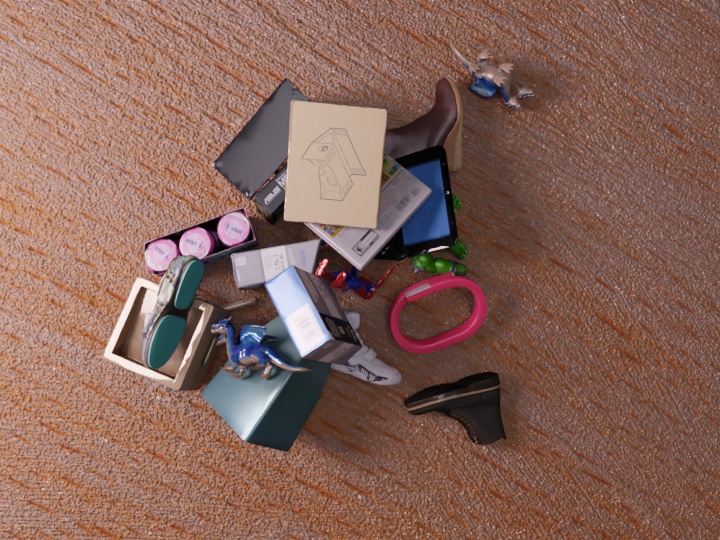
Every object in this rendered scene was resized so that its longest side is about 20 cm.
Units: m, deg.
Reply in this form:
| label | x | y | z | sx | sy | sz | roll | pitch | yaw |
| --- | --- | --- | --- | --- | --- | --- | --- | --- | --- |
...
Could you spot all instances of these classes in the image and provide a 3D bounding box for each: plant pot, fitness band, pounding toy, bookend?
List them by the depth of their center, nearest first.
| label | x | y | z | sx | sy | sz | roll | pitch | yaw |
| --- | --- | --- | --- | --- | --- | --- | --- | --- | --- |
| plant pot | -0.150 | 0.193 | 1.056 | 0.141 | 0.141 | 0.201 | 33 | 86 | 33 |
| pounding toy | -0.325 | 0.104 | 1.086 | 0.183 | 0.142 | 0.201 | 20 | 82 | 9 |
| bookend | -0.158 | -0.234 | 1.095 | 0.092 | 0.199 | 0.200 | 42 | 94 | -4 |
| fitness band | 0.152 | 0.085 | 1.159 | 0.198 | 0.037 | 0.145 | -20 | 114 | -3 |

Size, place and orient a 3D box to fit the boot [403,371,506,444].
| label | x | y | z | sx | sy | sz | roll | pitch | yaw |
| --- | --- | --- | --- | --- | --- | --- | --- | --- | --- |
| boot | 0.195 | 0.295 | 1.163 | 0.198 | 0.077 | 0.140 | -13 | 94 | -7 |

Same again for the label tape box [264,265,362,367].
| label | x | y | z | sx | sy | sz | roll | pitch | yaw |
| --- | --- | --- | --- | --- | --- | --- | --- | --- | --- |
| label tape box | -0.064 | 0.083 | 1.008 | 0.063 | 0.200 | 0.145 | -35 | 68 | 11 |

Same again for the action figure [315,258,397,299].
| label | x | y | z | sx | sy | sz | roll | pitch | yaw |
| --- | --- | --- | --- | --- | --- | --- | --- | --- | --- |
| action figure | 0.000 | 0.000 | 1.092 | 0.065 | 0.200 | 0.099 | 37 | 92 | 22 |

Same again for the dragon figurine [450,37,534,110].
| label | x | y | z | sx | sy | sz | roll | pitch | yaw |
| --- | --- | --- | --- | --- | --- | --- | --- | --- | --- |
| dragon figurine | 0.260 | -0.395 | 1.199 | 0.199 | 0.099 | 0.059 | 30 | 87 | 15 |

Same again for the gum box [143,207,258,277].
| label | x | y | z | sx | sy | sz | roll | pitch | yaw |
| --- | --- | --- | --- | --- | --- | --- | --- | --- | --- |
| gum box | -0.296 | -0.047 | 1.093 | 0.199 | 0.113 | 0.067 | -21 | 90 | -7 |

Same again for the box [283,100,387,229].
| label | x | y | z | sx | sy | sz | roll | pitch | yaw |
| --- | --- | --- | --- | --- | --- | --- | --- | --- | --- |
| box | -0.044 | -0.176 | 0.989 | 0.162 | 0.021 | 0.202 | 4 | 94 | -5 |

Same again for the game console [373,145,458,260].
| label | x | y | z | sx | sy | sz | roll | pitch | yaw |
| --- | --- | --- | --- | --- | --- | --- | --- | --- | --- |
| game console | 0.067 | -0.130 | 1.074 | 0.171 | 0.118 | 0.202 | 3 | 73 | -31 |

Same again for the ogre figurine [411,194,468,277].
| label | x | y | z | sx | sy | sz | roll | pitch | yaw |
| --- | --- | --- | --- | --- | --- | --- | --- | --- | --- |
| ogre figurine | 0.142 | -0.073 | 1.163 | 0.119 | 0.098 | 0.202 | -15 | 112 | -23 |

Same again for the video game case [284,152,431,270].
| label | x | y | z | sx | sy | sz | roll | pitch | yaw |
| --- | --- | --- | --- | --- | --- | --- | --- | --- | --- |
| video game case | -0.003 | -0.128 | 1.042 | 0.182 | 0.023 | 0.200 | 40 | 72 | 9 |

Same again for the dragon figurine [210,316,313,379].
| label | x | y | z | sx | sy | sz | roll | pitch | yaw |
| --- | --- | --- | --- | --- | --- | --- | --- | --- | --- |
| dragon figurine | -0.175 | 0.127 | 0.989 | 0.198 | 0.059 | 0.100 | -4 | 60 | 21 |

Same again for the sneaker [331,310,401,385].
| label | x | y | z | sx | sy | sz | roll | pitch | yaw |
| --- | --- | --- | --- | --- | --- | --- | --- | --- | --- |
| sneaker | -0.002 | 0.145 | 1.140 | 0.198 | 0.075 | 0.116 | 20 | 88 | -3 |

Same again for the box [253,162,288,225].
| label | x | y | z | sx | sy | sz | roll | pitch | yaw |
| --- | --- | --- | --- | --- | --- | --- | --- | --- | --- |
| box | -0.114 | -0.179 | 1.099 | 0.044 | 0.160 | 0.200 | 43 | 84 | -4 |

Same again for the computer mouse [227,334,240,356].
| label | x | y | z | sx | sy | sz | roll | pitch | yaw |
| --- | --- | --- | --- | --- | --- | --- | --- | --- | --- |
| computer mouse | -0.168 | 0.120 | 1.146 | 0.199 | 0.034 | 0.059 | -26 | 109 | -15 |

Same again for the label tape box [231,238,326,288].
| label | x | y | z | sx | sy | sz | roll | pitch | yaw |
| --- | --- | --- | --- | --- | --- | --- | --- | --- | --- |
| label tape box | -0.130 | -0.013 | 1.089 | 0.198 | 0.144 | 0.064 | -11 | 88 | -7 |

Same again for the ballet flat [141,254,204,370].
| label | x | y | z | sx | sy | sz | roll | pitch | yaw |
| --- | --- | --- | --- | --- | --- | --- | --- | --- | --- |
| ballet flat | -0.327 | 0.067 | 0.995 | 0.074 | 0.074 | 0.201 | 24 | 80 | -6 |

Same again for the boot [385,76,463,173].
| label | x | y | z | sx | sy | sz | roll | pitch | yaw |
| --- | --- | --- | --- | --- | --- | --- | --- | --- | --- |
| boot | 0.119 | -0.286 | 1.177 | 0.165 | 0.072 | 0.202 | -5 | 92 | -10 |
